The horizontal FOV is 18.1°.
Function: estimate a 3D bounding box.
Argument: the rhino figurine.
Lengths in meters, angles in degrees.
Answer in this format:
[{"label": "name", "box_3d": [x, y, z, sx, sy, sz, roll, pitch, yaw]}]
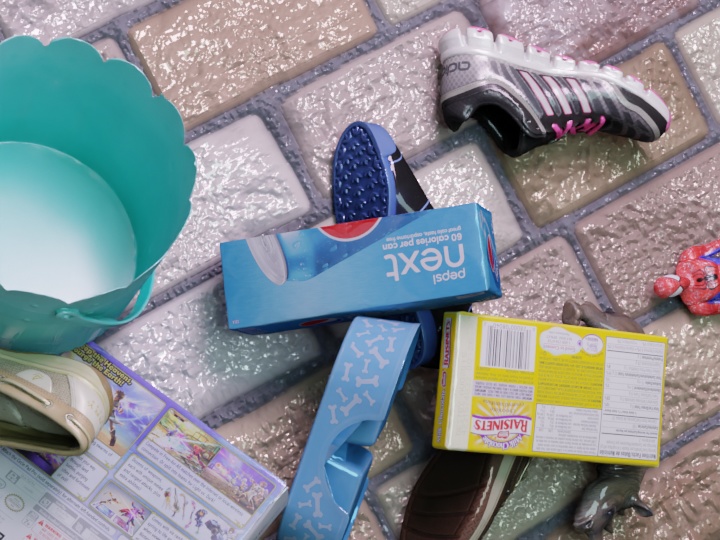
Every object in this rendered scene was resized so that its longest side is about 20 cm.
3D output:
[{"label": "rhino figurine", "box_3d": [0.193, 0.125, 1.785, 0.087, 0.060, 0.201, 2, 83, -34]}]

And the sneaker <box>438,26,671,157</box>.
[{"label": "sneaker", "box_3d": [0.149, -0.125, 1.807, 0.199, 0.074, 0.088, 16, 75, -12]}]

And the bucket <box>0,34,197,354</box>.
[{"label": "bucket", "box_3d": [-0.223, -0.046, 1.596, 0.206, 0.135, 0.208, 8, 63, -17]}]

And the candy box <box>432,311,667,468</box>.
[{"label": "candy box", "box_3d": [0.146, 0.091, 1.709, 0.199, 0.026, 0.103, 8, 87, -31]}]

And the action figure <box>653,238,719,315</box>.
[{"label": "action figure", "box_3d": [0.330, -0.002, 1.868, 0.199, 0.052, 0.066, -11, 89, -20]}]

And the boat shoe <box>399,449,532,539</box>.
[{"label": "boat shoe", "box_3d": [0.101, 0.154, 1.741, 0.075, 0.075, 0.203, 30, 85, -45]}]

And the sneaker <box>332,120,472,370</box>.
[{"label": "sneaker", "box_3d": [0.038, -0.020, 1.755, 0.078, 0.070, 0.201, -5, 77, -43]}]

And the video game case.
[{"label": "video game case", "box_3d": [-0.183, 0.170, 1.606, 0.200, 0.046, 0.181, 35, 70, 14]}]

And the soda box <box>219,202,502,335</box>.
[{"label": "soda box", "box_3d": [0.000, 0.000, 1.680, 0.199, 0.064, 0.068, -9, 82, 12]}]

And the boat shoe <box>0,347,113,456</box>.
[{"label": "boat shoe", "box_3d": [-0.275, 0.090, 1.573, 0.199, 0.063, 0.074, 11, 121, 7]}]

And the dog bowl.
[{"label": "dog bowl", "box_3d": [-0.011, 0.125, 1.666, 0.049, 0.111, 0.201, 20, 101, 4]}]
